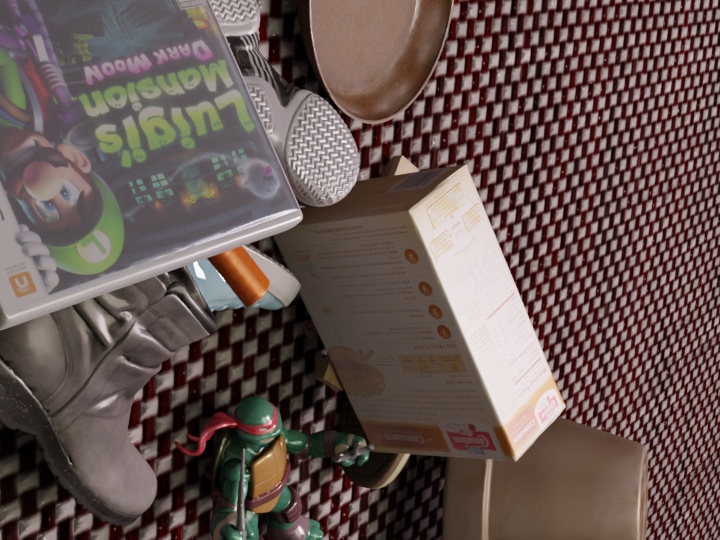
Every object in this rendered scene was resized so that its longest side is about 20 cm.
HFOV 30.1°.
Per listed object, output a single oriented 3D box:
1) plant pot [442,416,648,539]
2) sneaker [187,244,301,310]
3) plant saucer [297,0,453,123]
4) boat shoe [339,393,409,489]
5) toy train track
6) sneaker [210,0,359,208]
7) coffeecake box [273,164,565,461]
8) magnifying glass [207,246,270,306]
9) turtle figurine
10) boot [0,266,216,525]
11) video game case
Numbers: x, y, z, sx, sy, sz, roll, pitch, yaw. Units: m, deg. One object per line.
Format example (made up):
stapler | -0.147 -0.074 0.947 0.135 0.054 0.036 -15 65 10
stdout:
plant pot | 0.178 0.216 1.251 0.200 0.171 0.203 1 90 -73
sneaker | -0.117 0.003 0.875 0.082 0.074 0.199 -57 144 3
plant saucer | 0.010 -0.214 1.012 0.200 0.032 0.202 -26 122 -50
boat shoe | 0.038 0.088 1.140 0.076 0.071 0.202 33 74 -68
toy train track | 0.000 0.000 1.076 0.114 0.032 0.202 36 64 -35
sneaker | -0.096 -0.110 0.853 0.200 0.115 0.075 50 53 -11
coffeecake box | 0.041 0.035 0.984 0.073 0.153 0.202 -38 112 -37
magnifying glass | -0.121 -0.061 0.785 0.200 0.022 0.080 51 22 -17
turtle figurine | -0.064 0.156 0.975 0.149 0.100 0.201 -31 143 -30
boot | -0.137 0.064 0.793 0.131 0.070 0.201 -34 139 -3
video game case | -0.142 -0.083 0.717 0.199 0.023 0.183 -21 86 -41
